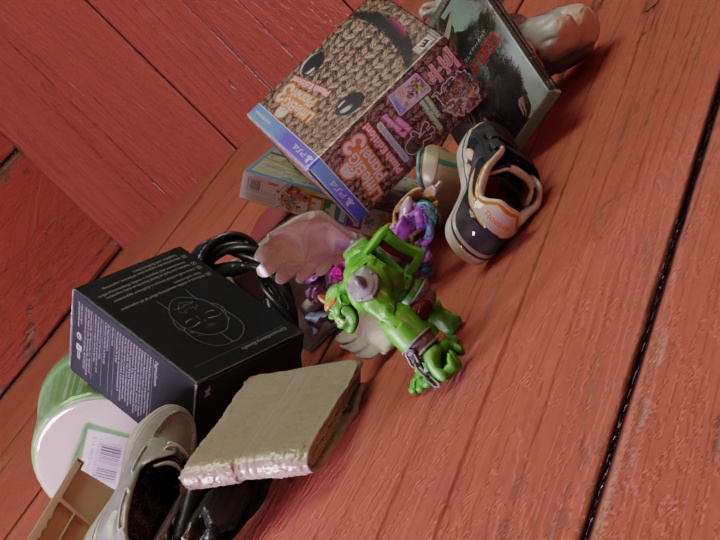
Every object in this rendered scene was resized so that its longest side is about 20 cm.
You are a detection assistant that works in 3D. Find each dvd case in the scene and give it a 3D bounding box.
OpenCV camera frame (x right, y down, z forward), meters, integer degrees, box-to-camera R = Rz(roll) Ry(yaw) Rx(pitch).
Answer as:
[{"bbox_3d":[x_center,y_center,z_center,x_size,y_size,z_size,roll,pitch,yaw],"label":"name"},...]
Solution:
[{"bbox_3d":[0.129,-0.212,1.741,0.022,0.200,0.146,-1,-40,-36],"label":"dvd case"}]

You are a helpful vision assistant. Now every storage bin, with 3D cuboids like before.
[{"bbox_3d":[-0.300,0.320,1.513,0.200,0.094,0.199,-55,6,44],"label":"storage bin"}]

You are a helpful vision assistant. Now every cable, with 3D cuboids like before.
[{"bbox_3d":[-0.119,0.052,1.751,0.051,0.200,0.163,-9,-51,-45],"label":"cable"},{"bbox_3d":[-0.150,0.237,1.513,0.163,0.051,0.200,-44,13,34],"label":"cable"}]

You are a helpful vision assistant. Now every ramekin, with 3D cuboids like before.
[{"bbox_3d":[-0.264,0.185,1.756,0.200,0.200,0.098,-41,19,22],"label":"ramekin"}]

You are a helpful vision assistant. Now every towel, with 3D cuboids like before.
[{"bbox_3d":[-0.075,0.142,1.476,0.132,0.035,0.200,-12,19,22],"label":"towel"}]

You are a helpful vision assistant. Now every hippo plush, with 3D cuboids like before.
[{"bbox_3d":[0.169,-0.287,1.840,0.159,0.161,0.200,-30,-8,-17],"label":"hippo plush"}]

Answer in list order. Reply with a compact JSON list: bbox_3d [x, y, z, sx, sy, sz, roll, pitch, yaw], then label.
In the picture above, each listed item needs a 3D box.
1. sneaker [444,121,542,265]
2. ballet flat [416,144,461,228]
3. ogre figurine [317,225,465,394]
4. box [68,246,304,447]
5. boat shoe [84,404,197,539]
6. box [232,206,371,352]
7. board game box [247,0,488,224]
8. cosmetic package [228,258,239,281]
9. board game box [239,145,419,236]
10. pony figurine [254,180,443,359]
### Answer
[{"bbox_3d":[0.140,-0.091,1.569,0.079,0.078,0.200,-43,22,36],"label":"sneaker"},{"bbox_3d":[0.099,-0.087,1.704,0.069,0.069,0.200,-46,-10,-1],"label":"ballet flat"},{"bbox_3d":[0.033,0.029,1.417,0.098,0.120,0.200,-40,12,27],"label":"ogre figurine"},{"bbox_3d":[-0.181,0.083,1.656,0.148,0.200,0.107,-24,-46,-40],"label":"box"},{"bbox_3d":[-0.184,0.195,1.469,0.071,0.070,0.201,-30,25,37],"label":"boat shoe"},{"bbox_3d":[-0.057,-0.017,1.875,0.109,0.128,0.200,-41,13,18],"label":"box"},{"bbox_3d":[0.006,-0.178,1.716,0.200,0.097,0.159,-45,39,-2],"label":"board game box"},{"bbox_3d":[-0.190,0.094,2.016,0.085,0.108,0.200,-31,18,53],"label":"cosmetic package"},{"bbox_3d":[-0.021,-0.089,1.817,0.134,0.200,0.034,-50,-25,-65],"label":"board game box"},{"bbox_3d":[0.000,0.000,1.627,0.193,0.167,0.200,-42,-6,-24],"label":"pony figurine"}]
